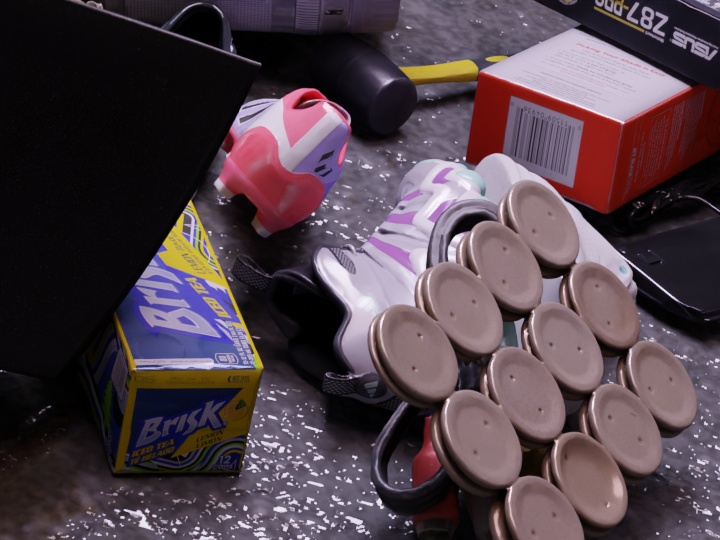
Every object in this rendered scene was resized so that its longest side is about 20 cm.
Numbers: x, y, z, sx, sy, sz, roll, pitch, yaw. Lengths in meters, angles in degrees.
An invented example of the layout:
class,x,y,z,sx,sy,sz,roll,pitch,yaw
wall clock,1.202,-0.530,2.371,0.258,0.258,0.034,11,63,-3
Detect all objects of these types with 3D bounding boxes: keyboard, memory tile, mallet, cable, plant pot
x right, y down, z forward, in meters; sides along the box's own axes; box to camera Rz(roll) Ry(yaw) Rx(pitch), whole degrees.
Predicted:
class,x,y,z,sx,sy,sz,roll,pitch,yaw
keyboard,0.220,-0.019,1.704,0.199,0.021,0.127,-13,41,-38
memory tile,0.086,0.051,1.417,0.154,0.017,0.200,52,36,-3
mallet,0.066,-0.116,1.789,0.199,0.041,0.066,-4,33,-33
cable,0.045,0.058,1.439,0.096,0.050,0.201,-4,53,-6
plant pot,-0.202,-0.058,1.398,0.199,0.179,0.199,15,5,-44

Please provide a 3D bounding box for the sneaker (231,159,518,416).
class,x,y,z,sx,sy,sz,roll,pitch,yaw
sneaker,0.000,0.000,1.533,0.139,0.078,0.200,6,31,-13

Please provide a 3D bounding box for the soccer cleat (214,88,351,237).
class,x,y,z,sx,sy,sz,roll,pitch,yaw
soccer cleat,-0.034,-0.068,1.583,0.067,0.076,0.200,48,8,-6

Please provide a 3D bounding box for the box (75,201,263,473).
class,x,y,z,sx,sy,sz,roll,pitch,yaw
box,-0.109,0.018,1.477,0.070,0.065,0.200,0,34,-20

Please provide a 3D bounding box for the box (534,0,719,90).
class,x,y,z,sx,sy,sz,roll,pitch,yaw
box,0.202,-0.173,1.793,0.161,0.049,0.200,-15,33,-41

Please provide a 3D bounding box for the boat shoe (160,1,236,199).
class,x,y,z,sx,sy,sz,roll,pitch,yaw
boat shoe,-0.110,-0.092,1.651,0.074,0.066,0.200,19,32,10

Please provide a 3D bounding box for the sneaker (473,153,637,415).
class,x,y,z,sx,sy,sz,roll,pitch,yaw
sneaker,0.113,0.012,1.575,0.088,0.075,0.201,23,29,-23

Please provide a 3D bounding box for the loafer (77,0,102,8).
class,x,y,z,sx,sy,sz,roll,pitch,yaw
loafer,-0.166,-0.116,1.628,0.067,0.076,0.200,30,3,-7

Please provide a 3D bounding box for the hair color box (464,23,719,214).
class,x,y,z,sx,sy,sz,roll,pitch,yaw
hair color box,0.156,-0.101,1.751,0.101,0.062,0.200,22,28,27

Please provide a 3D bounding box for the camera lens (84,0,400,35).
class,x,y,z,sx,sy,sz,roll,pitch,yaw
camera lens,-0.073,-0.225,1.770,0.198,0.161,0.160,3,32,-2
